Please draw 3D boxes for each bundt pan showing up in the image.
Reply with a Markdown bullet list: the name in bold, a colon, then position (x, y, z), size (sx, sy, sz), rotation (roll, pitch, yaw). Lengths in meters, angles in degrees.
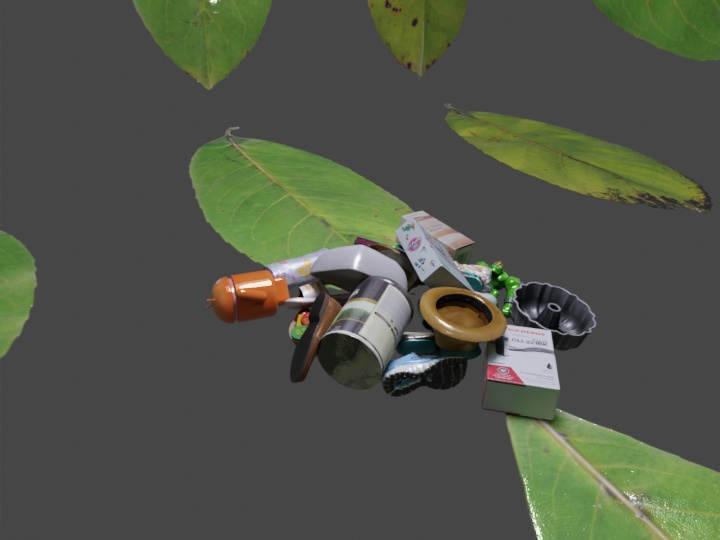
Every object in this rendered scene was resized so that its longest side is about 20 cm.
- **bundt pan**: position (0.450, 0.117, 1.340), size (0.198, 0.077, 0.203), rotation (9, 34, -6)

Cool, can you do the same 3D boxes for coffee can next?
- **coffee can**: position (0.015, 0.127, 1.186), size (0.144, 0.148, 0.201), rotation (13, 38, 19)

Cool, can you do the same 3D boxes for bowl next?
- **bowl**: position (0.000, 0.000, 1.344), size (0.198, 0.076, 0.198), rotation (25, -20, -36)

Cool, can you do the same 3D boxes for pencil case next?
- **pencil case**: position (-0.163, 0.002, 1.504), size (0.198, 0.084, 0.090), rotation (-17, 0, -30)

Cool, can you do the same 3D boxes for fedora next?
- **fedora**: position (0.086, 0.012, 1.465), size (0.198, 0.201, 0.083), rotation (20, 70, 29)
- **fedora**: position (0.211, 0.114, 1.195), size (0.197, 0.083, 0.202), rotation (11, 29, -6)

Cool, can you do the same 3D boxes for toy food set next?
- **toy food set**: position (-0.070, 0.136, 1.317), size (0.196, 0.049, 0.199), rotation (3, 30, 1)

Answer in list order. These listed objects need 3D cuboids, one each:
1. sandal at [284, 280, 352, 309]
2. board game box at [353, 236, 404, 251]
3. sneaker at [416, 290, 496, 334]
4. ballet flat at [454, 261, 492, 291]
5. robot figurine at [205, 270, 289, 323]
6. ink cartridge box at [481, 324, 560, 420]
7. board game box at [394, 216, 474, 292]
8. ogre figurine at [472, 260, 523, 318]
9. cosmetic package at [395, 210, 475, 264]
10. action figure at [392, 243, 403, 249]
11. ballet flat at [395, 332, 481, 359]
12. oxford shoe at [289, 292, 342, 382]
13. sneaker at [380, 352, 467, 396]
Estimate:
- **sandal**: position (-0.094, 0.056, 1.389), size (0.203, 0.060, 0.079), rotation (-5, -14, -26)
- **board game box**: position (0.085, -0.027, 1.544), size (0.197, 0.121, 0.033), rotation (18, 62, 26)
- **sneaker**: position (0.237, 0.109, 1.355), size (0.197, 0.075, 0.119), rotation (-5, 24, 5)
- **ballet flat**: position (0.251, 0.009, 1.439), size (0.198, 0.076, 0.064), rotation (15, 45, 42)
- **robot figurine**: position (-0.274, 0.063, 1.359), size (0.197, 0.118, 0.144), rotation (-10, 31, -19)
- **ink cartridge box**: position (0.334, 0.206, 1.186), size (0.142, 0.085, 0.201), rotation (7, 30, 10)
- **board game box**: position (0.176, -0.019, 1.344), size (0.147, 0.064, 0.201), rotation (37, 19, -37)
- **ogre figurine**: position (0.336, 0.039, 1.474), size (0.120, 0.099, 0.198), rotation (-42, 33, -27)
- **cosmetic package**: position (0.207, -0.080, 1.568), size (0.103, 0.088, 0.199), rotation (-20, 43, -42)
- **action figure**: position (0.186, -0.021, 1.601), size (0.198, 0.055, 0.118), rotation (26, 35, 24)
- **ballet flat**: position (0.175, 0.162, 1.275), size (0.196, 0.069, 0.062), rotation (4, 19, 2)
- **oxford shoe**: position (-0.091, 0.153, 1.207), size (0.071, 0.202, 0.071), rotation (32, -17, -27)
- **sneaker**: position (0.133, 0.201, 1.191), size (0.196, 0.080, 0.090), rotation (-5, 27, -12)
